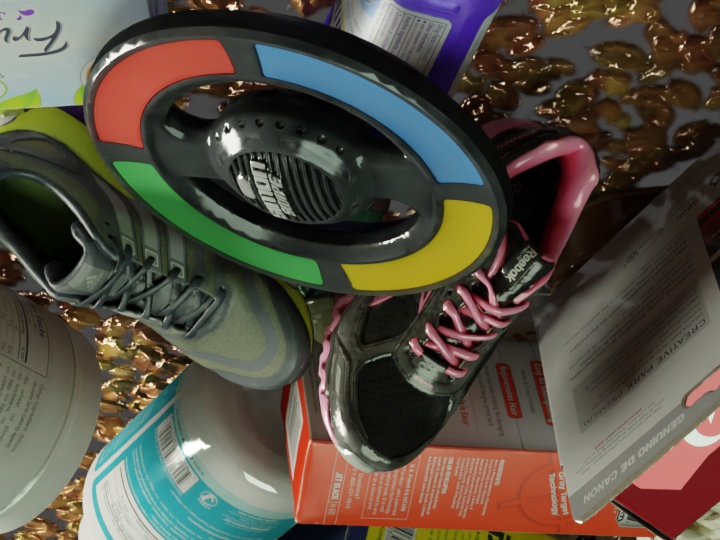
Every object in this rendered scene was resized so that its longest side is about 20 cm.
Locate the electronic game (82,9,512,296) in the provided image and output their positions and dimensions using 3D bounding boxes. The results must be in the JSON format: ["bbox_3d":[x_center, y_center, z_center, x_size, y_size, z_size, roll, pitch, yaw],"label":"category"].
[{"bbox_3d":[-0.029,-0.049,1.020,0.199,0.042,0.200,15,151,8],"label":"electronic game"}]

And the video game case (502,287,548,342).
[{"bbox_3d":[0.094,0.091,1.386,0.182,0.022,0.200,-25,139,31],"label":"video game case"}]

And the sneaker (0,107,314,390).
[{"bbox_3d":[-0.113,0.000,1.110,0.200,0.081,0.074,32,116,-3],"label":"sneaker"}]

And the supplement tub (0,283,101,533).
[{"bbox_3d":[-0.251,0.048,1.207,0.132,0.132,0.200,-25,140,31],"label":"supplement tub"}]

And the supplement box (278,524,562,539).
[{"bbox_3d":[0.030,0.195,1.428,0.200,0.110,0.109,29,156,-34],"label":"supplement box"}]

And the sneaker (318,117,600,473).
[{"bbox_3d":[0.052,0.008,1.099,0.079,0.200,0.095,35,165,-21],"label":"sneaker"}]

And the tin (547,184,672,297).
[{"bbox_3d":[0.199,-0.004,1.238,0.199,0.042,0.112,-6,150,6],"label":"tin"}]

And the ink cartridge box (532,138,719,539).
[{"bbox_3d":[0.187,0.029,1.108,0.084,0.176,0.200,34,118,-24],"label":"ink cartridge box"}]

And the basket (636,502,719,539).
[{"bbox_3d":[0.256,0.104,1.288,0.199,0.136,0.124,-3,122,0],"label":"basket"}]

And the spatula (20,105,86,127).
[{"bbox_3d":[-0.125,-0.022,1.205,0.056,0.021,0.200,-13,145,14],"label":"spatula"}]

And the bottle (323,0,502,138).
[{"bbox_3d":[0.014,-0.099,1.042,0.065,0.084,0.200,13,145,-11],"label":"bottle"}]

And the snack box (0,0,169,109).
[{"bbox_3d":[-0.191,-0.131,1.012,0.199,0.053,0.142,-3,148,1],"label":"snack box"}]

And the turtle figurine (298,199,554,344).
[{"bbox_3d":[0.000,0.000,1.184,0.199,0.101,0.150,3,142,6],"label":"turtle figurine"}]

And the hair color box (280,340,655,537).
[{"bbox_3d":[0.061,0.088,1.232,0.199,0.102,0.061,3,125,-10],"label":"hair color box"}]

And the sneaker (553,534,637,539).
[{"bbox_3d":[0.177,0.156,1.398,0.199,0.076,0.071,7,145,-14],"label":"sneaker"}]

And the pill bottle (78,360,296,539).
[{"bbox_3d":[-0.092,0.123,1.345,0.111,0.111,0.200,18,142,-27],"label":"pill bottle"}]
